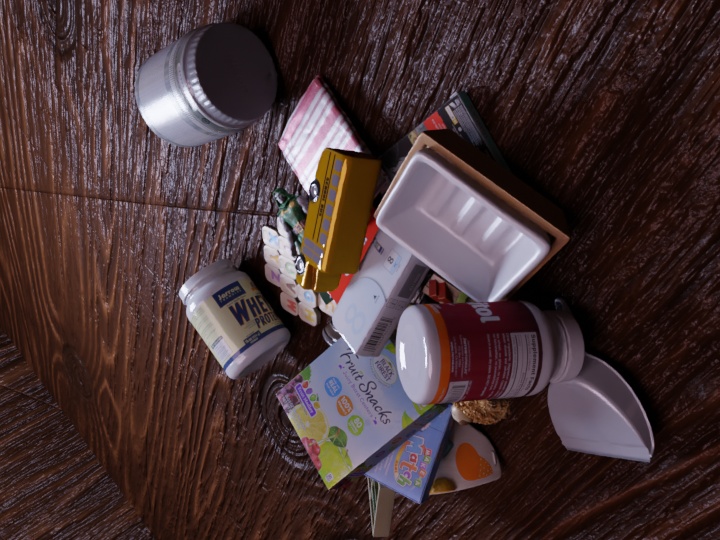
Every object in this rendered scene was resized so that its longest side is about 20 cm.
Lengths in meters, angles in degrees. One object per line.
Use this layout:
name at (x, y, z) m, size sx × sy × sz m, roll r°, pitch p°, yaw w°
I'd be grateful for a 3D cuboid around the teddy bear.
teddy bear at (0.110, 0.135, 0.841) m, size 0.200 × 0.067 × 0.145 m, roll 49°, pitch 166°, yaw 17°

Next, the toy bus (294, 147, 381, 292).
toy bus at (-0.032, -0.064, 0.857) m, size 0.078 × 0.065 × 0.201 m, roll 33°, pitch 117°, yaw 49°

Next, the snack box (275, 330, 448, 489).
snack box at (-0.002, 0.189, 0.913) m, size 0.200 × 0.068 × 0.169 m, roll -41°, pitch 62°, yaw 10°

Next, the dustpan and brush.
dustpan and brush at (0.276, 0.131, 0.776) m, size 0.139 × 0.057 × 0.201 m, roll -14°, pitch 108°, yaw 59°

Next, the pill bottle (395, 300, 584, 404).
pill bottle at (0.150, 0.092, 0.728) m, size 0.113 × 0.199 × 0.114 m, roll 179°, pitch 90°, yaw -73°

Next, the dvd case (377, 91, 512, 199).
dvd case at (0.102, -0.121, 0.826) m, size 0.200 × 0.022 × 0.146 m, roll -32°, pitch 88°, yaw 49°

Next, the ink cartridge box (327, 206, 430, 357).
ink cartridge box at (0.000, 0.000, 0.889) m, size 0.200 × 0.047 × 0.161 m, roll 47°, pitch 115°, yaw 46°

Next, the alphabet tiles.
alphabet tiles at (-0.111, 0.001, 1.123) m, size 0.195 × 0.015 × 0.201 m, roll 26°, pitch 128°, yaw 34°

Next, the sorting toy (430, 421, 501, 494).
sorting toy at (0.101, 0.259, 1.009) m, size 0.200 × 0.106 × 0.181 m, roll -26°, pitch 73°, yaw 50°

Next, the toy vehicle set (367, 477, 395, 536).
toy vehicle set at (0.031, 0.321, 1.049) m, size 0.200 × 0.026 × 0.125 m, roll -96°, pitch 9°, yaw -57°

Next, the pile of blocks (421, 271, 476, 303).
pile of blocks at (0.157, 0.073, 0.833) m, size 0.082 × 0.062 × 0.200 m, roll -34°, pitch 94°, yaw 36°

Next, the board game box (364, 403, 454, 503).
board game box at (0.033, 0.235, 0.945) m, size 0.199 × 0.037 × 0.152 m, roll 19°, pitch 88°, yaw 29°

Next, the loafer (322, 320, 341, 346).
loafer at (0.022, 0.113, 1.021) m, size 0.199 × 0.073 × 0.071 m, roll 18°, pitch 91°, yaw 39°

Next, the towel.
towel at (-0.043, -0.167, 0.929) m, size 0.200 × 0.030 × 0.146 m, roll 58°, pitch 138°, yaw 14°

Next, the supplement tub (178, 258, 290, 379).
supplement tub at (-0.246, 0.093, 1.215) m, size 0.200 × 0.145 × 0.145 m, roll 52°, pitch 139°, yaw 10°

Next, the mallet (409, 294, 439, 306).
mallet at (0.044, 0.054, 0.947) m, size 0.199 × 0.041 × 0.066 m, roll 8°, pitch 122°, yaw 30°

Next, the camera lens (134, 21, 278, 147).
camera lens at (-0.247, -0.287, 0.984) m, size 0.199 × 0.160 × 0.161 m, roll -2°, pitch 110°, yaw 47°

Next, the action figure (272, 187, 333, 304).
action figure at (-0.080, -0.052, 1.020) m, size 0.118 × 0.055 × 0.200 m, roll -39°, pitch 82°, yaw 26°

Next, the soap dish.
soap dish at (0.129, -0.063, 0.748) m, size 0.200 × 0.081 × 0.158 m, roll 36°, pitch 141°, yaw 3°
